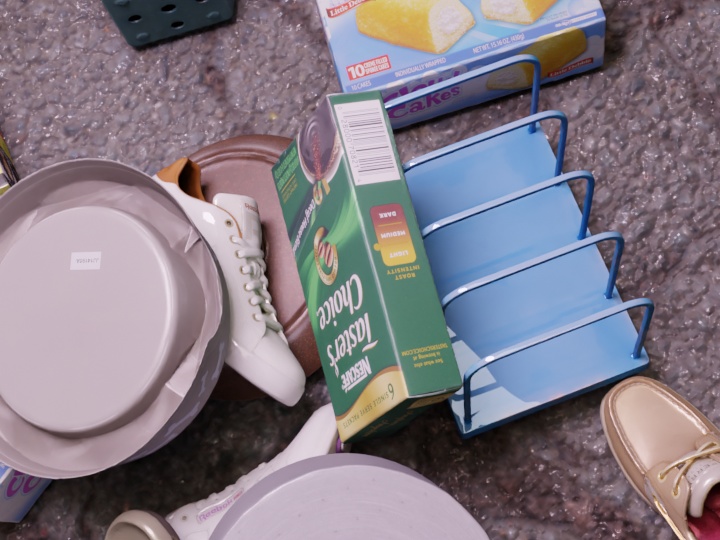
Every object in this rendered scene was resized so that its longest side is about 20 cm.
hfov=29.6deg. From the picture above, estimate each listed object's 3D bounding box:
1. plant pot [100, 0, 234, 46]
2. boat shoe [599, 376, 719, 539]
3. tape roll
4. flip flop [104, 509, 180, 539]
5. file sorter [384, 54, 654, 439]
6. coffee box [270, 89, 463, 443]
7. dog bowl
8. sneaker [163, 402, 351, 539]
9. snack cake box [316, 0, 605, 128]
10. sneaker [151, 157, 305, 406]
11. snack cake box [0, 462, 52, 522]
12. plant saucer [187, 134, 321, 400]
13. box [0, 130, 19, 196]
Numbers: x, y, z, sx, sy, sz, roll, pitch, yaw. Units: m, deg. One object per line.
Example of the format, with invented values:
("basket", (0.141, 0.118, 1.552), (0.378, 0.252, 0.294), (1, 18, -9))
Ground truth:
("plant pot", (-0.172, -0.294, 1.083), (0.139, 0.141, 0.203), (-15, 74, 2))
("boat shoe", (0.226, 0.143, 0.873), (0.073, 0.069, 0.201), (-35, 65, -5))
("tape roll", (-0.007, 0.217, 0.839), (0.197, 0.066, 0.204), (0, 88, -7))
("flip flop", (-0.156, 0.253, 0.863), (0.080, 0.057, 0.203), (16, 101, 25))
("file sorter", (0.095, -0.021, 0.906), (0.137, 0.123, 0.202), (-19, 66, -4))
("coffee box", (0.000, 0.000, 0.882), (0.043, 0.123, 0.203), (-9, 75, -25))
("dog bowl", (-0.172, 0.033, 0.876), (0.197, 0.059, 0.203), (-4, 76, 18))
("sneaker", (-0.080, 0.165, 0.909), (0.099, 0.075, 0.201), (30, 75, 18))
("snack cake box", (0.073, -0.189, 1.027), (0.197, 0.067, 0.116), (-17, 67, 1))
("sneaker", (-0.089, -0.001, 0.926), (0.085, 0.073, 0.200), (-43, 66, 5))
("snack cake box", (-0.231, 0.062, 0.959), (0.115, 0.067, 0.201), (38, 90, 20))
("plant saucer", (-0.090, -0.009, 0.988), (0.197, 0.034, 0.204), (-5, 73, 16))
("box", (-0.314, -0.120, 1.065), (0.050, 0.075, 0.202), (-25, 65, -4))
